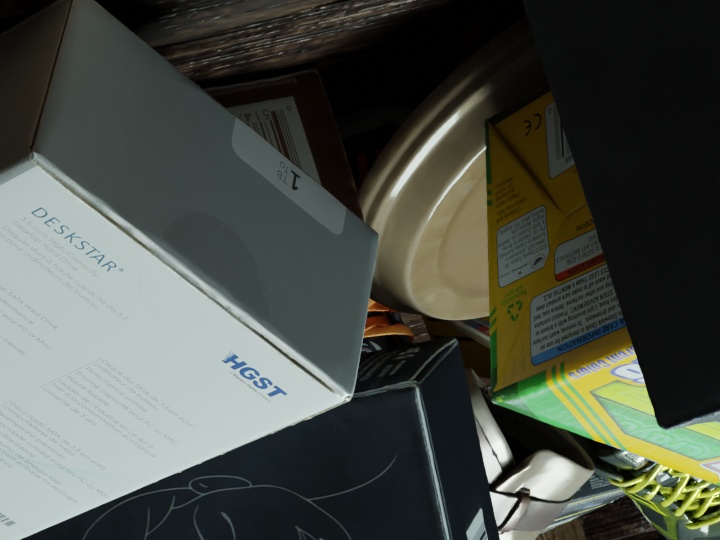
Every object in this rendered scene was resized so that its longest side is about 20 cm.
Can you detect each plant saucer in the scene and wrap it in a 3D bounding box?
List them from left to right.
[{"bbox_3d":[0.083,-0.046,1.081,0.199,0.030,0.200,-29,155,-15],"label":"plant saucer"}]

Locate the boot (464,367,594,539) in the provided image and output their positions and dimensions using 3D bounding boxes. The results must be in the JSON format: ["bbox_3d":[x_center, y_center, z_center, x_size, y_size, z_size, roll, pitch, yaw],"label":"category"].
[{"bbox_3d":[0.049,0.131,1.229,0.146,0.070,0.200,-40,136,11],"label":"boot"}]

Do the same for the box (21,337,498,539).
[{"bbox_3d":[-0.041,0.149,1.094,0.196,0.201,0.124,-11,-175,11],"label":"box"}]

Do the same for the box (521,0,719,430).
[{"bbox_3d":[0.166,-0.067,0.841,0.124,0.201,0.196,-26,165,38],"label":"box"}]

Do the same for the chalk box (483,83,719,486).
[{"bbox_3d":[0.158,0.005,0.983,0.199,0.124,0.124,21,146,-35],"label":"chalk box"}]

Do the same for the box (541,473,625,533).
[{"bbox_3d":[0.034,0.127,1.361,0.199,0.049,0.161,-13,170,-20],"label":"box"}]

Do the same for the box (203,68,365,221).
[{"bbox_3d":[-0.083,-0.011,1.089,0.100,0.075,0.200,-12,166,-26],"label":"box"}]

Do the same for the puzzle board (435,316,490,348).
[{"bbox_3d":[0.119,-0.010,1.247,0.199,0.017,0.150,-21,-147,-33],"label":"puzzle board"}]

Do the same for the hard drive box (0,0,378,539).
[{"bbox_3d":[-0.119,0.009,0.933,0.199,0.077,0.156,-23,131,36],"label":"hard drive box"}]

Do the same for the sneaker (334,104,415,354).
[{"bbox_3d":[0.000,0.000,1.156,0.077,0.113,0.200,-15,169,-8],"label":"sneaker"}]

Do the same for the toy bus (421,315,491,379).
[{"bbox_3d":[0.132,0.017,1.328,0.199,0.079,0.065,2,-142,32],"label":"toy bus"}]

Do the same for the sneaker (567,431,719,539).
[{"bbox_3d":[0.140,0.089,1.260,0.074,0.200,0.085,-38,-169,24],"label":"sneaker"}]
